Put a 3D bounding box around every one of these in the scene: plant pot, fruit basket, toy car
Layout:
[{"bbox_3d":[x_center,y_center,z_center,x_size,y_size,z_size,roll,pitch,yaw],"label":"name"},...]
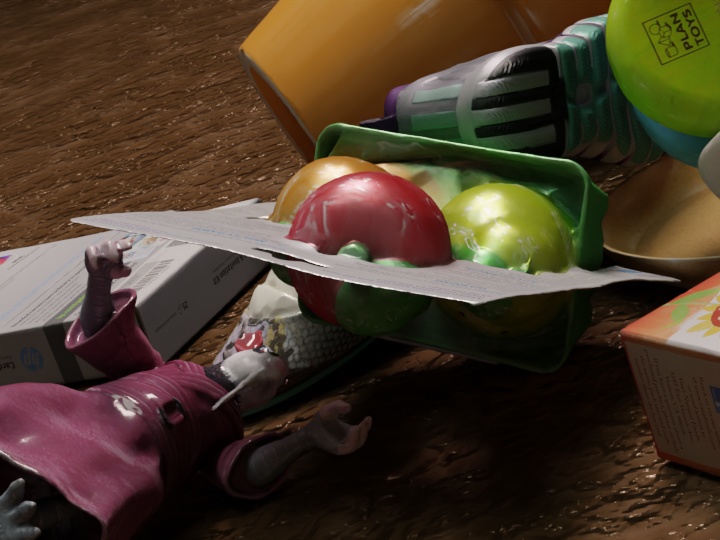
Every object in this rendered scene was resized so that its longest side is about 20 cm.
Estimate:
[{"bbox_3d":[0.205,-0.036,0.897,0.198,0.028,0.200,-17,16,5],"label":"plant pot"},{"bbox_3d":[0.012,-0.002,0.789,0.184,0.095,0.199,11,14,28],"label":"fruit basket"},{"bbox_3d":[0.036,-0.132,1.139,0.183,0.201,0.200,-37,19,-5],"label":"plant pot"},{"bbox_3d":[0.202,-0.110,0.863,0.198,0.176,0.150,-21,-18,-6],"label":"toy car"}]

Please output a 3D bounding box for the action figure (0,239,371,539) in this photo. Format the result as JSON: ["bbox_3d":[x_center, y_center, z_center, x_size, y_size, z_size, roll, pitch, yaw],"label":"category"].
[{"bbox_3d":[-0.094,0.079,0.801,0.199,0.134,0.149,-21,-31,-52],"label":"action figure"}]

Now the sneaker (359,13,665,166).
[{"bbox_3d":[0.084,-0.085,0.942,0.087,0.075,0.199,-1,4,35],"label":"sneaker"}]

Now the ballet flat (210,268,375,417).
[{"bbox_3d":[0.000,0.000,0.937,0.199,0.073,0.072,-27,18,-23],"label":"ballet flat"}]

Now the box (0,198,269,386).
[{"bbox_3d":[-0.167,0.020,1.105,0.198,0.042,0.156,-9,19,27],"label":"box"}]

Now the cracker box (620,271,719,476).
[{"bbox_3d":[0.200,0.028,0.646,0.133,0.058,0.200,-27,17,-23],"label":"cracker box"}]
